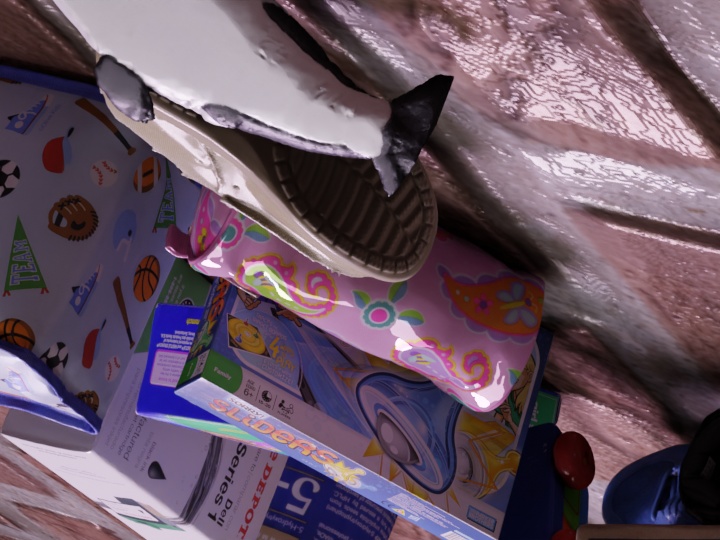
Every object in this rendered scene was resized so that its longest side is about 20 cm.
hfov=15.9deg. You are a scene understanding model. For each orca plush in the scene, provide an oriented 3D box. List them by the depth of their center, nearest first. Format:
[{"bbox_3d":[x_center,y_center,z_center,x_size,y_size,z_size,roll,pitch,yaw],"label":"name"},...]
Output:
[{"bbox_3d":[-0.052,-0.116,1.175,0.199,0.071,0.106,17,118,6],"label":"orca plush"}]

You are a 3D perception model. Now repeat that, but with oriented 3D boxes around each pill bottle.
[{"bbox_3d":[-0.047,0.197,1.815,0.119,0.201,0.120,21,162,7],"label":"pill bottle"}]

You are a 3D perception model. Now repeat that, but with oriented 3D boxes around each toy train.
[{"bbox_3d":[0.106,0.197,1.458,0.084,0.201,0.116,-17,132,24],"label":"toy train"}]

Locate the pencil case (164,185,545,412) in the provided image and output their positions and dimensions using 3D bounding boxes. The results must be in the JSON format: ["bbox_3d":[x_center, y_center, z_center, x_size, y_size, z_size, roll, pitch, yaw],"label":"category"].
[{"bbox_3d":[0.000,0.000,1.362,0.199,0.088,0.087,26,163,-19],"label":"pencil case"}]

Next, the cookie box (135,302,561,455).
[{"bbox_3d":[-0.006,0.081,1.563,0.171,0.076,0.199,4,169,46],"label":"cookie box"}]

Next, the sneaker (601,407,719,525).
[{"bbox_3d":[0.200,0.118,1.469,0.199,0.077,0.111,0,157,44],"label":"sneaker"}]

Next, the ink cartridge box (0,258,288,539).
[{"bbox_3d":[-0.127,0.089,1.694,0.084,0.147,0.200,9,159,35],"label":"ink cartridge box"}]

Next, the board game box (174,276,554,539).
[{"bbox_3d":[0.006,0.051,1.422,0.199,0.136,0.034,30,150,-22],"label":"board game box"}]

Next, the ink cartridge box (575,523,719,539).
[{"bbox_3d":[0.224,0.192,1.439,0.164,0.076,0.200,-3,164,21],"label":"ink cartridge box"}]

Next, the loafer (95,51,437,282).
[{"bbox_3d":[-0.048,-0.065,1.270,0.200,0.076,0.068,38,161,-15],"label":"loafer"}]

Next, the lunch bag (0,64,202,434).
[{"bbox_3d":[-0.214,-0.025,1.426,0.199,0.171,0.124,15,158,27],"label":"lunch bag"}]
